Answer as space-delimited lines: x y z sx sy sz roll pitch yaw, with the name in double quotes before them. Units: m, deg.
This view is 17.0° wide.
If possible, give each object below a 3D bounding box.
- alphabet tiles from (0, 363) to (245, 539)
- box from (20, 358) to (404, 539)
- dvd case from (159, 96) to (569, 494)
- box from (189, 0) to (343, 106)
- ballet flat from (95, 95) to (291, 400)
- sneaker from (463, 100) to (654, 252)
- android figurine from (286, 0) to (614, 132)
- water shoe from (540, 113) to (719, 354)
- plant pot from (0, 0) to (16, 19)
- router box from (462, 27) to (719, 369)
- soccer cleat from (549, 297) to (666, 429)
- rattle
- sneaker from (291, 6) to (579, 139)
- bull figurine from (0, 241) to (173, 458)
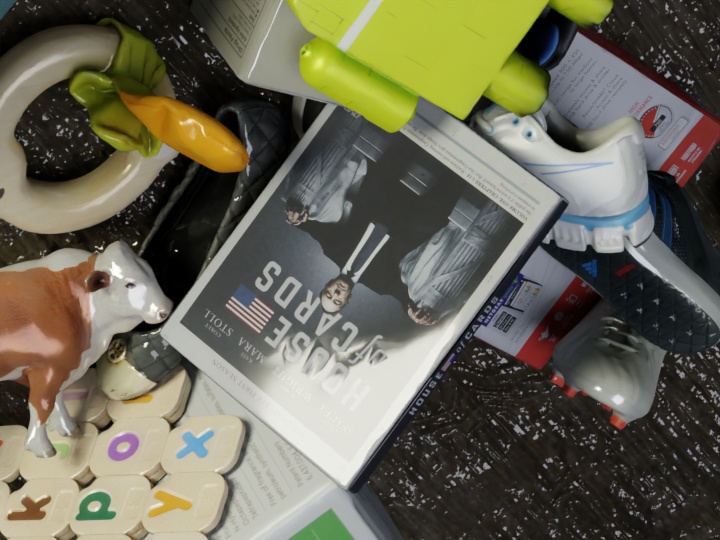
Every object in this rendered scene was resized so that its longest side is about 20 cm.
"alphabet tiles" -0.162 0.139 1.389 0.194 0.201 0.015 -5 140 25
"box" -0.073 0.172 1.463 0.171 0.200 0.199 -34 130 0
"dvd case" 0.000 0.000 1.341 0.201 0.150 0.025 -53 157 2
"box" -0.012 -0.201 1.312 0.077 0.095 0.201 11 117 -32
"ballet flat" -0.107 -0.015 1.404 0.057 0.066 0.201 14 107 -55
"sneaker" 0.071 -0.068 1.377 0.198 0.075 0.087 3 118 6
"android figurine" 0.038 -0.161 1.270 0.199 0.041 0.183 26 108 -30
"water shoe" 0.155 -0.035 1.469 0.071 0.079 0.200 -24 117 39
"plant pot" -0.233 -0.187 1.156 0.188 0.200 0.201 -36 132 -21
"router box" 0.102 -0.056 1.498 0.179 0.049 0.200 26 107 -37
"soccer cleat" 0.166 0.045 1.528 0.069 0.200 0.078 33 102 3
"rattle" -0.173 -0.036 1.316 0.199 0.143 0.131 -30 149 -14
"sneaker" 0.049 -0.127 1.380 0.200 0.112 0.073 -46 129 7
"bull figurine" -0.206 0.045 1.371 0.198 0.065 0.122 -3 106 -11
